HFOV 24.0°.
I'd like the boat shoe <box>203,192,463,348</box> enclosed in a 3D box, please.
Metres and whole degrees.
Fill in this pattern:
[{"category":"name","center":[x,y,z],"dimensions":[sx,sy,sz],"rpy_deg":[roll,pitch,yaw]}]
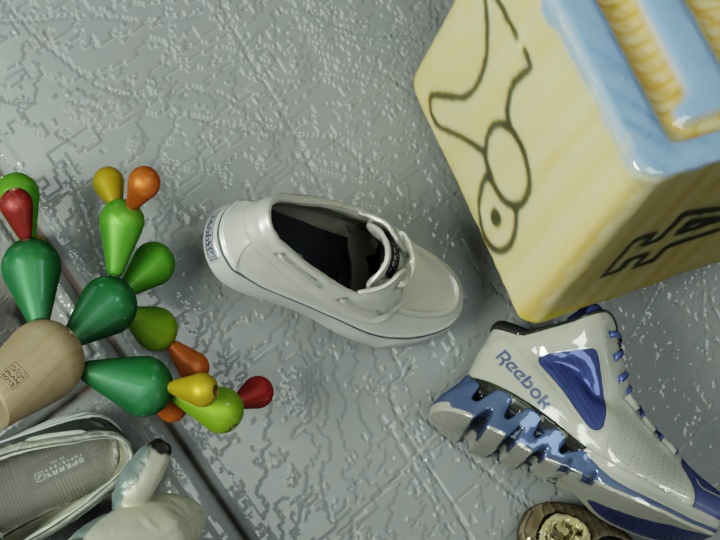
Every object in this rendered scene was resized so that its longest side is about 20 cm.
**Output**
[{"category":"boat shoe","center":[0.000,0.000,1.024],"dimensions":[0.198,0.065,0.075],"rpy_deg":[12,69,-41]}]

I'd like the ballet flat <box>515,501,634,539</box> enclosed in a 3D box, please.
[{"category":"ballet flat","center":[0.186,0.216,1.107],"dimensions":[0.199,0.046,0.068],"rpy_deg":[39,70,-13]}]

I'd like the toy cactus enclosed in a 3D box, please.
[{"category":"toy cactus","center":[-0.149,0.031,0.955],"dimensions":[0.201,0.102,0.165],"rpy_deg":[52,46,-5]}]

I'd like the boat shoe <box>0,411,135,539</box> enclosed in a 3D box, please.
[{"category":"boat shoe","center":[-0.217,0.131,0.942],"dimensions":[0.199,0.071,0.073],"rpy_deg":[-29,94,-21]}]

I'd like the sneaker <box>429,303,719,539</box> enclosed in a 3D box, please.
[{"category":"sneaker","center":[0.154,0.087,1.084],"dimensions":[0.198,0.081,0.116],"rpy_deg":[27,72,-3]}]

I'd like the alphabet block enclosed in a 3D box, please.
[{"category":"alphabet block","center":[0.172,-0.112,1.039],"dimensions":[0.194,0.200,0.197],"rpy_deg":[-15,71,-22]}]

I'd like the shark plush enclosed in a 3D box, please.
[{"category":"shark plush","center":[-0.149,0.184,0.926],"dimensions":[0.091,0.083,0.200],"rpy_deg":[50,49,-6]}]
